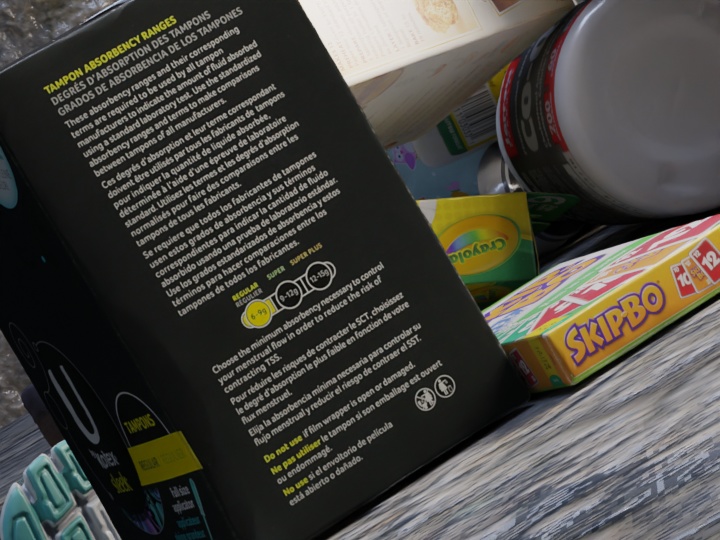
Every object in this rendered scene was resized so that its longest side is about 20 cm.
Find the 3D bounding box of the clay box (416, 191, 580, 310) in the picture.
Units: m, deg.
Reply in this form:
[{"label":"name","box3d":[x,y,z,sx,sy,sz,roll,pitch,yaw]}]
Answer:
[{"label":"clay box","box3d":[0.000,0.000,1.247,0.200,0.048,0.115,-4,-9,-11]}]

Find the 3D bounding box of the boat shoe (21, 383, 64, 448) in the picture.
[{"label":"boat shoe","box3d":[-0.113,0.036,1.402,0.072,0.065,0.200,-31,11,41]}]

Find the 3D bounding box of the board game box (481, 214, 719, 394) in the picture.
[{"label":"board game box","box3d":[0.077,0.020,1.021,0.095,0.030,0.200,-31,1,-19]}]

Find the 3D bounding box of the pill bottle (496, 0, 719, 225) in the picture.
[{"label":"pill bottle","box3d":[0.130,-0.080,1.274,0.114,0.114,0.200,-31,3,-8]}]

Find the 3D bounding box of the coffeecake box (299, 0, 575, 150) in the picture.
[{"label":"coffeecake box","box3d":[-0.025,-0.094,1.218,0.200,0.073,0.153,-23,-9,-35]}]

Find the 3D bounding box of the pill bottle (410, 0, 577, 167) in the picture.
[{"label":"pill bottle","box3d":[0.105,-0.145,1.431,0.200,0.113,0.113,-25,4,5]}]

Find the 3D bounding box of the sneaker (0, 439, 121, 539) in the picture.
[{"label":"sneaker","box3d":[-0.094,0.084,1.173,0.200,0.078,0.091,-29,-4,-35]}]

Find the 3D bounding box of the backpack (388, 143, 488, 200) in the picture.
[{"label":"backpack","box3d":[0.055,-0.091,1.594,0.127,0.167,0.200,-43,1,-41]}]

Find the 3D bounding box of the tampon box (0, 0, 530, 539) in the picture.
[{"label":"tampon box","box3d":[-0.061,0.001,0.982,0.126,0.200,0.150,-31,3,-21]}]

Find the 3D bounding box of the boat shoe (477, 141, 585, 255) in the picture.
[{"label":"boat shoe","box3d":[0.134,-0.062,1.478,0.066,0.070,0.200,-30,-5,31]}]

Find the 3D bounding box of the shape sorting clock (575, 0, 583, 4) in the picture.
[{"label":"shape sorting clock","box3d":[0.197,-0.178,1.314,0.200,0.039,0.200,-8,-39,-7]}]
